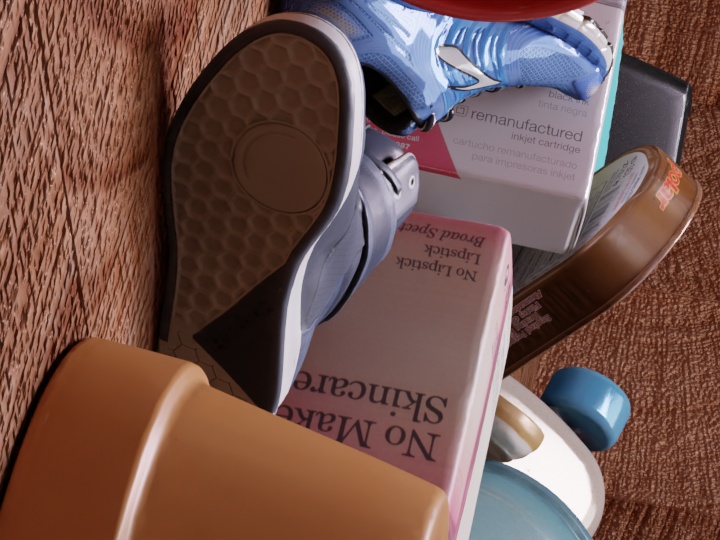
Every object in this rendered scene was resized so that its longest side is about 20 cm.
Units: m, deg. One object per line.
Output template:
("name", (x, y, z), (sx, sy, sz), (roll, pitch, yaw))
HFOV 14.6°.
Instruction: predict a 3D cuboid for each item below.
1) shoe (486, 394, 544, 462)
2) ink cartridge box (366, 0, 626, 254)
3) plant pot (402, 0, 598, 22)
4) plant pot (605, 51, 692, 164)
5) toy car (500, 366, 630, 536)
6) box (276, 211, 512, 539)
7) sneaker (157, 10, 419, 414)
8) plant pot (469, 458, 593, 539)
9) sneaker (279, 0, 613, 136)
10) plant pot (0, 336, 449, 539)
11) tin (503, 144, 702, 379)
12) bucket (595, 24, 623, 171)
("shoe", (0.043, 0.099, 1.694), (0.053, 0.070, 0.200), (-59, -156, -15))
("ink cartridge box", (0.061, -0.126, 1.464), (0.083, 0.146, 0.200), (98, 4, -69))
("plant pot", (0.060, -0.238, 1.230), (0.177, 0.200, 0.201), (-87, -179, -53))
("plant pot", (0.155, -0.088, 2.145), (0.200, 0.177, 0.200), (-14, 114, -82))
("toy car", (0.056, 0.148, 1.959), (0.200, 0.177, 0.185), (-34, -157, 59))
("box", (-0.011, 0.079, 1.270), (0.109, 0.128, 0.200), (87, 14, -59))
("sneaker", (-0.022, -0.048, 1.153), (0.146, 0.077, 0.203), (-55, 166, -48))
("plant pot", (0.025, 0.205, 1.539), (0.196, 0.200, 0.201), (2, 98, -74))
("sneaker", (0.035, -0.108, 1.346), (0.079, 0.200, 0.089), (35, -73, 50))
("plant pot", (-0.048, 0.134, 1.010), (0.200, 0.140, 0.201), (10, 90, -84))
("tin", (0.104, 0.001, 1.536), (0.200, 0.042, 0.112), (-37, -169, 40))
("bucket", (0.085, -0.110, 1.729), (0.207, 0.135, 0.208), (9, 90, -82))
